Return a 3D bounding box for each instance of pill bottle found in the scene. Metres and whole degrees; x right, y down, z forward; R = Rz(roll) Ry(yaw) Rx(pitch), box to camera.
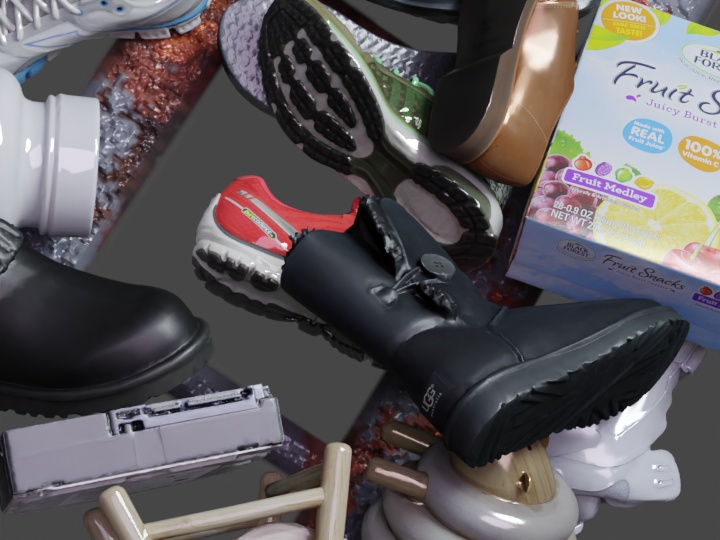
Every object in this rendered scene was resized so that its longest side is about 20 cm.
[{"bbox_3d":[-0.252,-0.065,1.035,0.200,0.112,0.112,4,78,-13],"label":"pill bottle"}]

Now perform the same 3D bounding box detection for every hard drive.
[{"bbox_3d":[-0.126,0.100,0.984,0.140,0.200,0.038,-10,82,-15],"label":"hard drive"}]

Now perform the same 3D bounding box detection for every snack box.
[{"bbox_3d":[0.196,-0.060,1.108,0.169,0.068,0.200,19,52,3],"label":"snack box"}]

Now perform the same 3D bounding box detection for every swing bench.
[{"bbox_3d":[-0.066,0.209,0.976,0.130,0.199,0.200,-10,82,-14],"label":"swing bench"}]

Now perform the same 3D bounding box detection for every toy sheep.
[{"bbox_3d":[0.057,0.168,1.051,0.138,0.138,0.200,12,116,-10],"label":"toy sheep"}]

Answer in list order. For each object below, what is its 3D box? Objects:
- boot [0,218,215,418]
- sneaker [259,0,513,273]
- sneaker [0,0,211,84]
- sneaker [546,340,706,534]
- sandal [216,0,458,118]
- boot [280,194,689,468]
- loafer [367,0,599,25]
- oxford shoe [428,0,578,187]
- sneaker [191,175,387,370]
[{"bbox_3d":[-0.187,-0.009,0.932,0.211,0.079,0.158,0,121,19],"label":"boot"},{"bbox_3d":[0.019,-0.092,1.102,0.200,0.077,0.089,49,38,-5],"label":"sneaker"},{"bbox_3d":[-0.180,-0.164,1.084,0.200,0.087,0.075,-21,86,-14],"label":"sneaker"},{"bbox_3d":[0.173,0.076,1.124,0.200,0.075,0.115,-27,97,-24],"label":"sneaker"},{"bbox_3d":[0.001,-0.117,1.142,0.200,0.043,0.076,15,83,-19],"label":"sandal"},{"bbox_3d":[0.071,0.017,1.025,0.200,0.076,0.168,-17,52,-41],"label":"boot"},{"bbox_3d":[0.048,-0.182,1.143,0.200,0.072,0.073,12,71,-10],"label":"loafer"},{"bbox_3d":[0.102,-0.141,1.082,0.071,0.071,0.200,30,70,-30],"label":"oxford shoe"},{"bbox_3d":[0.000,0.000,1.099,0.200,0.077,0.085,25,67,-9],"label":"sneaker"}]
